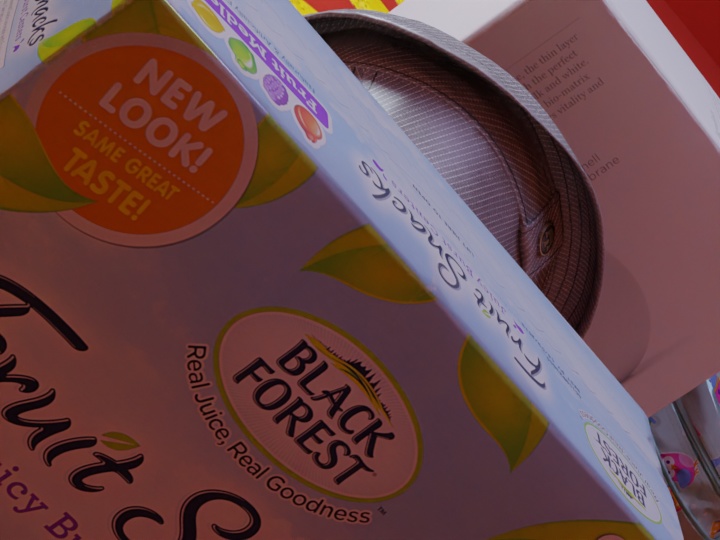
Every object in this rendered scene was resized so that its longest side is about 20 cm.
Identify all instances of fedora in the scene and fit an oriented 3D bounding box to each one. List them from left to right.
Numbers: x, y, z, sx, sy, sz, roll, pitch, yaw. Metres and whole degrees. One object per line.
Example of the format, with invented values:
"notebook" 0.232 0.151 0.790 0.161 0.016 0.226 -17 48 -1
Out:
"fedora" 0.000 0.000 0.821 0.200 0.177 0.090 95 17 -44

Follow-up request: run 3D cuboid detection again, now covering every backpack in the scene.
"backpack" 0.147 0.076 1.126 0.167 0.127 0.200 56 18 -8

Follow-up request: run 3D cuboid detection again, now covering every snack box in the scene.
"snack box" -0.063 0.045 0.431 0.169 0.200 0.068 47 17 -26

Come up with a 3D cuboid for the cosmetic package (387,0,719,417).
"cosmetic package" 0.073 -0.030 0.985 0.200 0.199 0.123 50 17 -21
